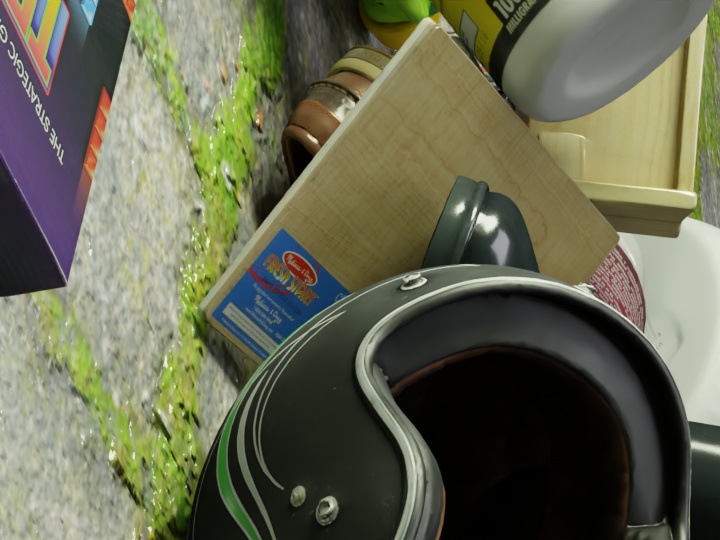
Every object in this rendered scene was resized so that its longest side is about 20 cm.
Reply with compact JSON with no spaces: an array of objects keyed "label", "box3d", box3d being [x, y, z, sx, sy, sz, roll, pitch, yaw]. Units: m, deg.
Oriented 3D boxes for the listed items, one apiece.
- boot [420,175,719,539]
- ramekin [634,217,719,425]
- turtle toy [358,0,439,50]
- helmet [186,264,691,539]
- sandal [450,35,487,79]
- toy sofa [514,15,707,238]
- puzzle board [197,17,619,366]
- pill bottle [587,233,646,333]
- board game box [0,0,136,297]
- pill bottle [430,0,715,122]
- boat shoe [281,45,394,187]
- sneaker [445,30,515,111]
[{"label":"boot","box3d":[0.103,0.058,1.158,0.077,0.167,0.201,-66,164,-47]},{"label":"ramekin","box3d":[0.165,0.067,1.517,0.097,0.200,0.202,30,48,-32]},{"label":"turtle toy","box3d":[0.032,-0.211,1.354,0.146,0.100,0.202,50,36,-62]},{"label":"helmet","box3d":[0.029,0.099,1.038,0.191,0.198,0.201,-89,162,-47]},{"label":"sandal","box3d":[0.026,-0.041,1.293,0.080,0.059,0.207,61,-15,9]},{"label":"toy sofa","box3d":[0.120,-0.120,1.310,0.098,0.082,0.202,106,-11,-83]},{"label":"puzzle board","box3d":[0.024,-0.002,1.184,0.151,0.017,0.200,-51,142,-3]},{"label":"pill bottle","box3d":[0.082,0.033,1.395,0.200,0.113,0.115,-54,134,-66]},{"label":"board game box","box3d":[-0.131,-0.117,0.838,0.166,0.056,0.201,-83,158,-43]},{"label":"pill bottle","box3d":[0.058,-0.172,1.213,0.200,0.112,0.112,52,7,20]},{"label":"boat shoe","box3d":[0.000,0.000,1.237,0.067,0.072,0.201,-37,133,-34]},{"label":"sneaker","box3d":[0.069,-0.092,1.476,0.200,0.074,0.081,-46,127,-69]}]
